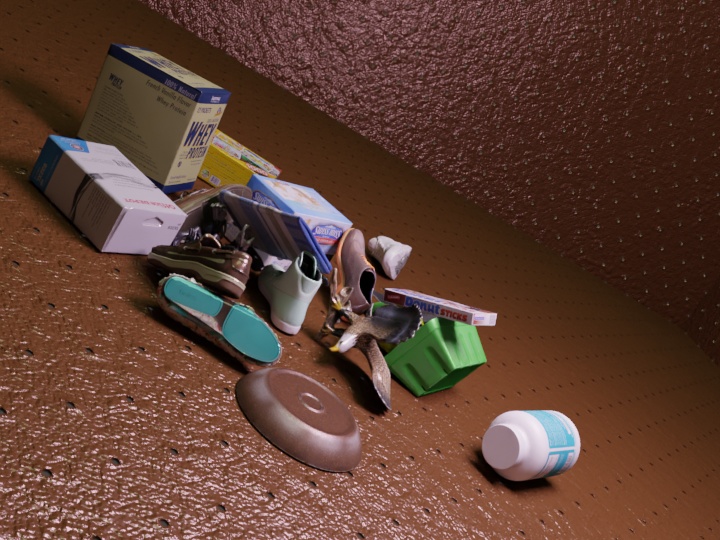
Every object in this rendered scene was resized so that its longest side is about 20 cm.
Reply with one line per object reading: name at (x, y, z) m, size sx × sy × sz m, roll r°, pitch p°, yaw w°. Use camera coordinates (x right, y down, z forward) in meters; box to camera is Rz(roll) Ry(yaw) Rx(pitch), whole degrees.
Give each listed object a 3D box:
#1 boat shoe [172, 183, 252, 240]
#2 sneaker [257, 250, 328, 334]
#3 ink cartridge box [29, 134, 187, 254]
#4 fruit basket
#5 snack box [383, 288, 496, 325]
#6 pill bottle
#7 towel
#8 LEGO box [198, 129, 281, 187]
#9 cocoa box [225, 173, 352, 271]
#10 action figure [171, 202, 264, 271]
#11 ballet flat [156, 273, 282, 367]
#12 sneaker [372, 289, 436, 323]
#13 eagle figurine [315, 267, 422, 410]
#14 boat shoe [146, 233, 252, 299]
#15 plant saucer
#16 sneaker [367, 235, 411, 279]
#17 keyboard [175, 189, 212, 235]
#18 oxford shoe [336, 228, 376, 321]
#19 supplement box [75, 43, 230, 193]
boat shoe at (-0.274, -0.115, 1.612) m, size 0.067 × 0.073 × 0.199 m, roll 22°, pitch 29°, yaw 29°
sneaker at (-0.111, 0.011, 1.555) m, size 0.073 × 0.119 × 0.201 m, roll 23°, pitch 17°, yaw -25°
ink cartridge box at (-0.392, -0.115, 1.434) m, size 0.200 × 0.084 × 0.145 m, roll 41°, pitch 17°, yaw 24°
fruit basket at (0.107, 0.117, 1.658) m, size 0.215 × 0.155 × 0.217 m, roll 41°, pitch 24°, yaw -23°
snack box at (0.135, 0.063, 1.598) m, size 0.198 × 0.025 × 0.071 m, roll 15°, pitch 8°, yaw 42°
pill bottle at (0.277, 0.287, 1.520) m, size 0.111 × 0.111 × 0.199 m, roll 43°, pitch 18°, yaw 33°
towel at (-0.144, -0.067, 1.559) m, size 0.198 × 0.024 × 0.147 m, roll 19°, pitch -28°, yaw 37°
LEGO box at (-0.282, -0.225, 1.989) m, size 0.199 × 0.078 × 0.149 m, roll 32°, pitch 16°, yaw -6°
cocoa box at (-0.138, -0.083, 1.756) m, size 0.133 × 0.132 × 0.199 m, roll 41°, pitch 17°, yaw 28°
action figure at (-0.228, -0.050, 1.543) m, size 0.118 × 0.103 × 0.199 m, roll 29°, pitch 13°, yaw 31°
ballet flat at (-0.200, 0.072, 1.301) m, size 0.199 × 0.076 × 0.064 m, roll 35°, pitch -28°, yaw -4°
sneaker at (0.090, 0.083, 1.847) m, size 0.104 × 0.060 × 0.199 m, roll 46°, pitch 23°, yaw 25°
eagle figurine at (0.015, 0.114, 1.480) m, size 0.199 × 0.151 × 0.153 m, roll 27°, pitch -26°, yaw 33°
boat shoe at (-0.233, -0.016, 1.362) m, size 0.201 × 0.076 × 0.075 m, roll 17°, pitch -14°, yaw 37°
plant saucer at (-0.074, 0.191, 1.251) m, size 0.199 × 0.037 × 0.201 m, roll 30°, pitch 17°, yaw -10°
sneaker at (0.057, -0.037, 2.140) m, size 0.099 × 0.079 × 0.200 m, roll 28°, pitch 6°, yaw 4°
keyboard at (-0.293, -0.121, 1.732) m, size 0.104 × 0.040 × 0.200 m, roll 35°, pitch 15°, yaw 3°
oxford shoe at (0.000, 0.000, 1.732) m, size 0.071 × 0.072 × 0.202 m, roll 35°, pitch 43°, yaw -41°
supplement box at (-0.379, -0.277, 1.687) m, size 0.198 × 0.202 × 0.134 m, roll 28°, pitch 15°, yaw 9°
